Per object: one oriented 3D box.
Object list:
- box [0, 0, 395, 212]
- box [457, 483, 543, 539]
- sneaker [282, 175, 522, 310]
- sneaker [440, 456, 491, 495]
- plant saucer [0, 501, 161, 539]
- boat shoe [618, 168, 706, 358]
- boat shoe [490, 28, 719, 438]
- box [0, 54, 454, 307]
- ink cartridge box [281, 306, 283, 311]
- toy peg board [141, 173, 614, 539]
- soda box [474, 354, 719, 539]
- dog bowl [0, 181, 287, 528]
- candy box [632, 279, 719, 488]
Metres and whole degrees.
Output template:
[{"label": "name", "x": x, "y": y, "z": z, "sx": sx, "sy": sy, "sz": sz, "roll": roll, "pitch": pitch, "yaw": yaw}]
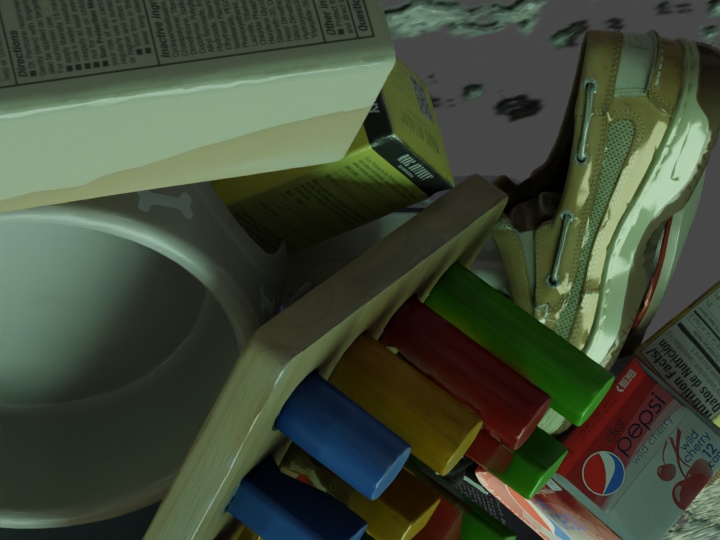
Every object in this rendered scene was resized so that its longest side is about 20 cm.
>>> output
[{"label": "box", "x": -0.100, "y": -0.076, "z": 0.840, "sx": 0.199, "sy": 0.096, "sz": 0.078, "roll": -8, "pitch": 160, "yaw": -18}, {"label": "box", "x": 0.004, "y": 0.206, "z": 1.640, "sx": 0.199, "sy": 0.124, "sz": 0.198, "roll": -23, "pitch": 159, "yaw": 22}, {"label": "sneaker", "x": 0.000, "y": 0.000, "z": 1.155, "sx": 0.199, "sy": 0.071, "sz": 0.073, "roll": -5, "pitch": 158, "yaw": -30}, {"label": "sneaker", "x": 0.019, "y": 0.071, "z": 1.336, "sx": 0.199, "sy": 0.088, "sz": 0.076, "roll": 5, "pitch": 152, "yaw": -45}, {"label": "plant saucer", "x": -0.134, "y": 0.111, "z": 1.165, "sx": 0.200, "sy": 0.201, "sz": 0.039, "roll": -1, "pitch": 128, "yaw": -36}, {"label": "boat shoe", "x": 0.115, "y": -0.007, "z": 1.246, "sx": 0.062, "sy": 0.071, "sz": 0.200, "roll": 23, "pitch": 158, "yaw": 4}, {"label": "boat shoe", "x": 0.084, "y": -0.018, "z": 1.128, "sx": 0.076, "sy": 0.072, "sz": 0.201, "roll": 13, "pitch": 120, "yaw": -12}, {"label": "box", "x": -0.068, "y": -0.027, "z": 1.060, "sx": 0.199, "sy": 0.050, "sz": 0.075, "roll": -23, "pitch": 159, "yaw": 16}, {"label": "ink cartridge box", "x": -0.057, "y": 0.041, "z": 1.189, "sx": 0.199, "sy": 0.045, "sz": 0.094, "roll": -2, "pitch": -160, "yaw": -36}, {"label": "toy peg board", "x": 0.002, "y": 0.093, "z": 1.049, "sx": 0.199, "sy": 0.098, "sz": 0.201, "roll": -36, "pitch": 158, "yaw": -58}, {"label": "soda box", "x": 0.110, "y": 0.088, "z": 1.253, "sx": 0.070, "sy": 0.063, "sz": 0.200, "roll": -50, "pitch": -178, "yaw": -8}, {"label": "dog bowl", "x": -0.124, "y": 0.020, "z": 1.009, "sx": 0.199, "sy": 0.059, "sz": 0.201, "roll": -4, "pitch": 135, "yaw": -4}, {"label": "candy box", "x": 0.223, "y": 0.012, "z": 1.287, "sx": 0.200, "sy": 0.055, "sz": 0.116, "roll": -40, "pitch": 161, "yaw": -6}]
